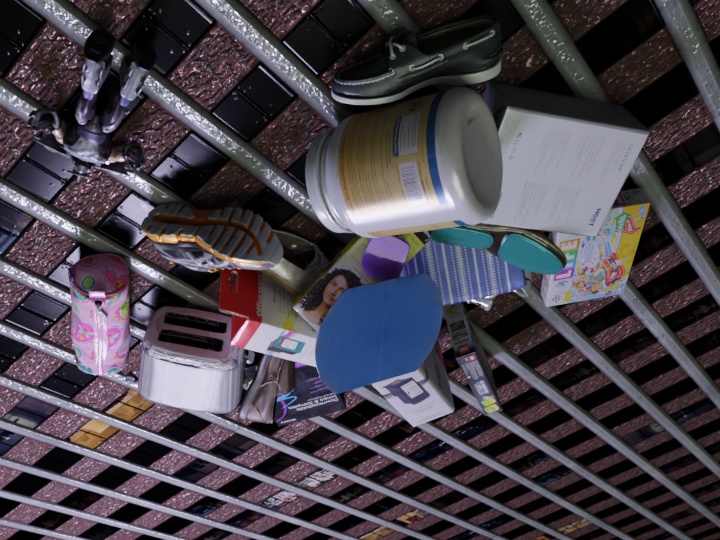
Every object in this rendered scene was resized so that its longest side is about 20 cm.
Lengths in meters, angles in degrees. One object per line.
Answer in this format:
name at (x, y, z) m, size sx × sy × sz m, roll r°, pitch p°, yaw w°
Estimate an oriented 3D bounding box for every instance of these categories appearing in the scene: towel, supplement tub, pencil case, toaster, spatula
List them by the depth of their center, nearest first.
supplement tub at (0.049, -0.116, 0.733) m, size 0.196 × 0.147 × 0.145 m, roll -5°, pitch 144°, yaw 33°
spatula at (0.056, -0.083, 0.831) m, size 0.055 × 0.021 × 0.204 m, roll 19°, pitch 96°, yaw -7°
towel at (0.133, -0.026, 0.915) m, size 0.195 × 0.024 × 0.148 m, roll -12°, pitch 101°, yaw 4°
pencil case at (-0.378, 0.069, 0.930) m, size 0.085 × 0.089 × 0.202 m, roll 6°, pitch 136°, yaw -16°
toaster at (-0.267, 0.137, 1.001) m, size 0.195 × 0.115 × 0.131 m, roll 12°, pitch 130°, yaw -9°

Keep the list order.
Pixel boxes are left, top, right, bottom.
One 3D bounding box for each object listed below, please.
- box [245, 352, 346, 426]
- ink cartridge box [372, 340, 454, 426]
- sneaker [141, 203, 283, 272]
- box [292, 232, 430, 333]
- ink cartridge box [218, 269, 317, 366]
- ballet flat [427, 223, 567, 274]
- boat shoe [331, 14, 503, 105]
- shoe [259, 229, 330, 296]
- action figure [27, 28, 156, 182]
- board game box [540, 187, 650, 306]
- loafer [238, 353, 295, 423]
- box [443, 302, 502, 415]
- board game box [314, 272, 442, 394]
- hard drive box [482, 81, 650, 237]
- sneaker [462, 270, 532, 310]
box at (-0.115, 0.205, 1.155) m, size 0.140 × 0.037 × 0.202 m, roll -15°, pitch 137°, yaw 6°
ink cartridge box at (0.068, 0.136, 1.034) m, size 0.083 × 0.147 × 0.201 m, roll -24°, pitch 135°, yaw 16°
sneaker at (-0.187, -0.033, 0.836) m, size 0.196 × 0.079 × 0.078 m, roll 14°, pitch 140°, yaw 19°
box at (0.000, 0.000, 0.877) m, size 0.075 × 0.050 × 0.200 m, roll 43°, pitch 94°, yaw -9°
ink cartridge box at (-0.124, 0.059, 0.941) m, size 0.197 × 0.118 × 0.067 m, roll 19°, pitch 131°, yaw -27°
ballet flat at (0.187, -0.053, 0.866) m, size 0.196 × 0.072 × 0.072 m, roll 15°, pitch 135°, yaw -1°
boat shoe at (0.059, -0.235, 0.703) m, size 0.196 × 0.076 × 0.061 m, roll -16°, pitch 135°, yaw -5°
shoe at (-0.093, -0.012, 0.906) m, size 0.197 × 0.071 × 0.053 m, roll 26°, pitch 136°, yaw -29°
action figure at (-0.295, -0.168, 0.711) m, size 0.128 × 0.070 × 0.200 m, roll 10°, pitch 138°, yaw -32°
board game box at (0.358, -0.030, 0.994) m, size 0.131 × 0.035 × 0.202 m, roll -9°, pitch 137°, yaw 0°
loafer at (-0.133, 0.163, 1.044) m, size 0.070 × 0.073 × 0.203 m, roll 25°, pitch 109°, yaw -3°
box at (0.194, 0.152, 1.101) m, size 0.034 × 0.112 × 0.201 m, roll -19°, pitch 136°, yaw 12°
board game box at (0.020, 0.076, 0.866) m, size 0.196 × 0.039 × 0.161 m, roll -11°, pitch 121°, yaw -27°
hard drive box at (0.235, -0.136, 0.814) m, size 0.195 × 0.078 × 0.158 m, roll 6°, pitch 126°, yaw -15°
sneaker at (0.163, 0.017, 0.959) m, size 0.195 × 0.091 × 0.074 m, roll -7°, pitch 164°, yaw 0°
